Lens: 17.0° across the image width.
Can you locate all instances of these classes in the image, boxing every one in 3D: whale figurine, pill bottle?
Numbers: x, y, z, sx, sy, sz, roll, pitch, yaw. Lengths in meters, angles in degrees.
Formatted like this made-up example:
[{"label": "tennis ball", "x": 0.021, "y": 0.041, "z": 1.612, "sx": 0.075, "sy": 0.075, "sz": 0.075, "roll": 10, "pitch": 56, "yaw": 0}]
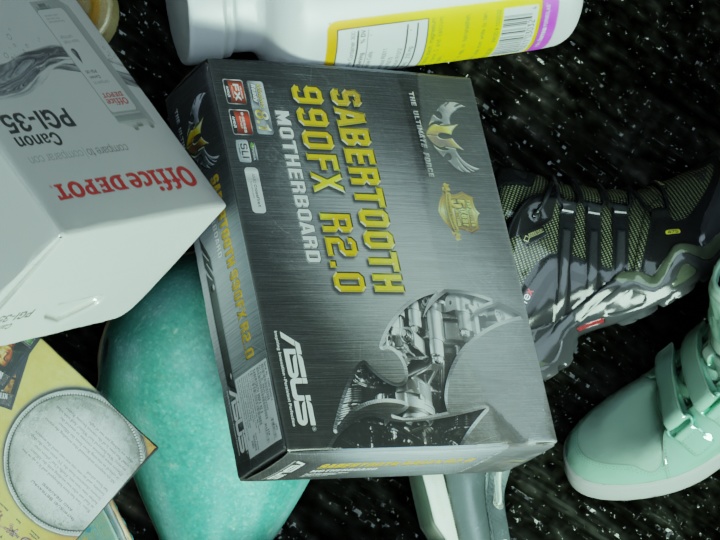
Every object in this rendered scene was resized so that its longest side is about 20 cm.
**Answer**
[{"label": "whale figurine", "x": -0.067, "y": 0.090, "z": 1.196, "sx": 0.159, "sy": 0.104, "sz": 0.201, "roll": 5, "pitch": 93, "yaw": -14}, {"label": "pill bottle", "x": 0.005, "y": -0.152, "z": 1.203, "sx": 0.199, "sy": 0.104, "sz": 0.105, "roll": -8, "pitch": 94, "yaw": -13}]

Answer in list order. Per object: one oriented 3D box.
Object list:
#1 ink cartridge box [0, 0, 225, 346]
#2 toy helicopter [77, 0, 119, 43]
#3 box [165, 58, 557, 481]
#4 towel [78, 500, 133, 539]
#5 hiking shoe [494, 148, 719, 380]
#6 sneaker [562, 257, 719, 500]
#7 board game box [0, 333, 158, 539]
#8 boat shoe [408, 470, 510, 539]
[{"label": "ink cartridge box", "x": -0.173, "y": -0.073, "z": 1.087, "sx": 0.083, "sy": 0.146, "sz": 0.200, "roll": -43, "pitch": 77, "yaw": 25}, {"label": "toy helicopter", "x": -0.145, "y": -0.202, "z": 1.178, "sx": 0.132, "sy": 0.079, "sz": 0.201, "roll": 3, "pitch": 81, "yaw": 7}, {"label": "box", "x": 0.000, "y": 0.000, "z": 1.160, "sx": 0.158, "sy": 0.048, "sz": 0.200, "roll": 2, "pitch": 67, "yaw": -33}, {"label": "towel", "x": -0.155, "y": 0.207, "z": 1.201, "sx": 0.146, "sy": 0.022, "sz": 0.200, "roll": -23, "pitch": 100, "yaw": 11}, {"label": "hiking shoe", "x": 0.115, "y": -0.019, "z": 1.249, "sx": 0.200, "sy": 0.076, "sz": 0.101, "roll": -34, "pitch": 102, "yaw": -9}, {"label": "sneaker", "x": 0.175, "y": 0.039, "z": 1.224, "sx": 0.200, "sy": 0.074, "sz": 0.118, "roll": -27, "pitch": 135, "yaw": 15}, {"label": "board game box", "x": -0.208, "y": 0.062, "z": 1.069, "sx": 0.200, "sy": 0.035, "sz": 0.136, "roll": 45, "pitch": 66, "yaw": -8}, {"label": "boat shoe", "x": 0.074, "y": 0.164, "z": 1.249, "sx": 0.062, "sy": 0.073, "sz": 0.201, "roll": -15, "pitch": 90, "yaw": -8}]
